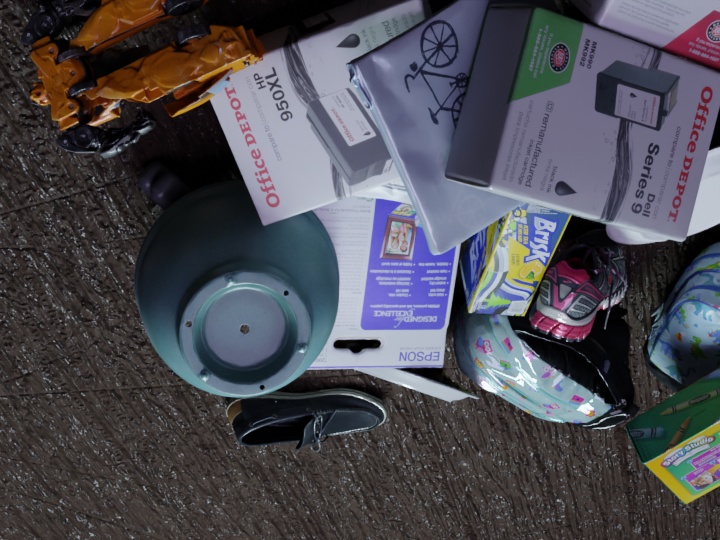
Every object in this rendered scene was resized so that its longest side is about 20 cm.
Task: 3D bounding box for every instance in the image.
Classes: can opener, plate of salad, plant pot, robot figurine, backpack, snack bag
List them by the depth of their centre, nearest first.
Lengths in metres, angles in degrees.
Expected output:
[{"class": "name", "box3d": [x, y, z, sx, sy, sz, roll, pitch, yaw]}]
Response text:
[{"class": "robot figurine", "box3d": [-0.183, -0.178, 1.050, 0.198, 0.147, 0.058, -21, 176, 18]}, {"class": "snack bag", "box3d": [0.102, -0.132, 1.064, 0.199, 0.021, 0.190, -33, 112, -15]}, {"class": "plant pot", "box3d": [-0.108, 0.034, 1.175, 0.197, 0.134, 0.203, -3, 110, -8]}, {"class": "can opener", "box3d": [-0.142, -0.046, 1.276, 0.067, 0.052, 0.200, -52, 135, -4]}, {"class": "plate of salad", "box3d": [0.340, -0.086, 1.304, 0.197, 0.049, 0.201, -17, 158, -7]}, {"class": "backpack", "box3d": [0.202, 0.083, 1.413, 0.199, 0.168, 0.126, 27, 131, -27]}, {"class": "plate of salad", "box3d": [0.040, 0.100, 1.414, 0.198, 0.049, 0.200, 19, 175, 2]}, {"class": "backpack", "box3d": [0.408, 0.065, 1.437, 0.153, 0.162, 0.202, -31, 149, -49]}]

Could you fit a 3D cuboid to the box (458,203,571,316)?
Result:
[{"class": "box", "box3d": [0.154, -0.045, 1.240, 0.063, 0.071, 0.201, 4, 138, -13]}]

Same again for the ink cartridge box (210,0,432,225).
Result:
[{"class": "ink cartridge box", "box3d": [-0.018, -0.144, 1.107, 0.198, 0.084, 0.146, -18, 111, 11]}]

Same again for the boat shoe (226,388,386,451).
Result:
[{"class": "boat shoe", "box3d": [-0.063, 0.184, 1.546, 0.197, 0.063, 0.075, 2, 137, -17]}]

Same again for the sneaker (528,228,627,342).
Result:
[{"class": "sneaker", "box3d": [0.234, 0.001, 1.307, 0.080, 0.200, 0.076, 20, 118, 13]}]

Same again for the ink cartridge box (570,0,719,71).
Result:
[{"class": "ink cartridge box", "box3d": [0.272, -0.279, 1.013, 0.144, 0.084, 0.202, 13, 118, -26]}]

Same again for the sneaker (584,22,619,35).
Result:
[{"class": "sneaker", "box3d": [0.231, -0.131, 1.142, 0.074, 0.085, 0.200, -26, 132, 19]}]

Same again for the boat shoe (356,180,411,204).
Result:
[{"class": "boat shoe", "box3d": [0.039, -0.111, 1.192, 0.199, 0.075, 0.087, 16, 117, 11]}]

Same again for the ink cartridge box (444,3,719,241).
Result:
[{"class": "ink cartridge box", "box3d": [0.186, -0.118, 1.045, 0.198, 0.084, 0.148, 12, 94, -25]}]

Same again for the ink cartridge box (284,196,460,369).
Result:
[{"class": "ink cartridge box", "box3d": [0.000, 0.000, 1.284, 0.195, 0.043, 0.203, 1, 109, -17]}]

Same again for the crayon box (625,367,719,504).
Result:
[{"class": "crayon box", "box3d": [0.402, 0.163, 1.385, 0.199, 0.059, 0.119, -33, 134, 17]}]
